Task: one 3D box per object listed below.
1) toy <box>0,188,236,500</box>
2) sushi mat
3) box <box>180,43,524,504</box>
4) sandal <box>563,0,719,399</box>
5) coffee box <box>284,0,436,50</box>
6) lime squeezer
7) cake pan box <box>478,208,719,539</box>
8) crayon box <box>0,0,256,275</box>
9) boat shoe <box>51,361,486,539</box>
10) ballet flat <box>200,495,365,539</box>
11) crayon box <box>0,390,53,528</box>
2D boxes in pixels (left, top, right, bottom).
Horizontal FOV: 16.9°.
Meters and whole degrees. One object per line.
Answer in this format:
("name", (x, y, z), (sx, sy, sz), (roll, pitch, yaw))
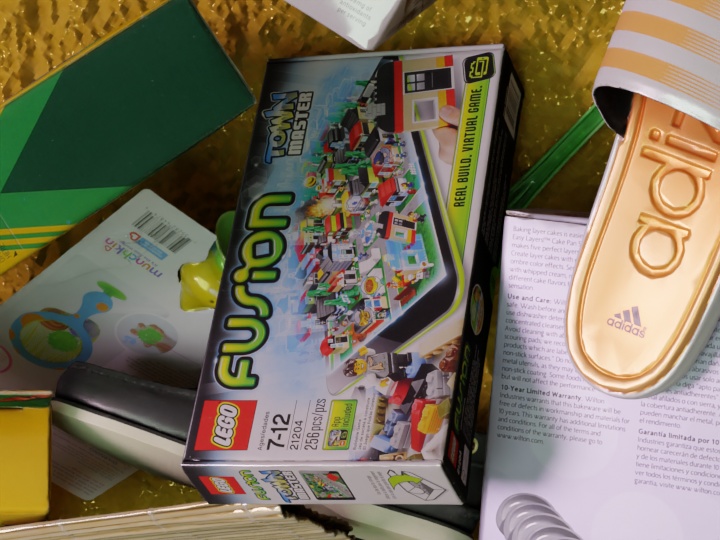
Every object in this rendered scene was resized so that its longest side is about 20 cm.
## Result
("toy", (-0.108, 0.027, 1.097), (0.115, 0.047, 0.200), (34, 136, -25))
("sushi mat", (-0.109, 0.118, 1.036), (0.199, 0.096, 0.012), (-9, 73, 20))
("box", (0.000, 0.000, 0.986), (0.110, 0.200, 0.035), (-2, 147, 19))
("sandal", (0.121, -0.049, 0.893), (0.079, 0.059, 0.207), (18, 97, 24))
("coffee box", (0.033, -0.198, 0.936), (0.080, 0.114, 0.200), (32, 117, 5))
("lime squeezer", (0.036, -0.002, 1.041), (0.200, 0.071, 0.038), (-46, 73, -2))
("cake pan box", (0.146, 0.074, 0.945), (0.200, 0.052, 0.185), (5, 97, 25))
("crayon box", (-0.159, -0.025, 0.988), (0.058, 0.172, 0.200), (56, 152, -7))
("boat shoe", (-0.039, 0.074, 1.067), (0.201, 0.074, 0.063), (16, 78, -8))
("ballet flat", (-0.019, 0.164, 1.122), (0.066, 0.057, 0.200), (-22, 101, 32))
("crayon box", (-0.201, 0.095, 1.060), (0.127, 0.200, 0.051), (1, 73, -9))
